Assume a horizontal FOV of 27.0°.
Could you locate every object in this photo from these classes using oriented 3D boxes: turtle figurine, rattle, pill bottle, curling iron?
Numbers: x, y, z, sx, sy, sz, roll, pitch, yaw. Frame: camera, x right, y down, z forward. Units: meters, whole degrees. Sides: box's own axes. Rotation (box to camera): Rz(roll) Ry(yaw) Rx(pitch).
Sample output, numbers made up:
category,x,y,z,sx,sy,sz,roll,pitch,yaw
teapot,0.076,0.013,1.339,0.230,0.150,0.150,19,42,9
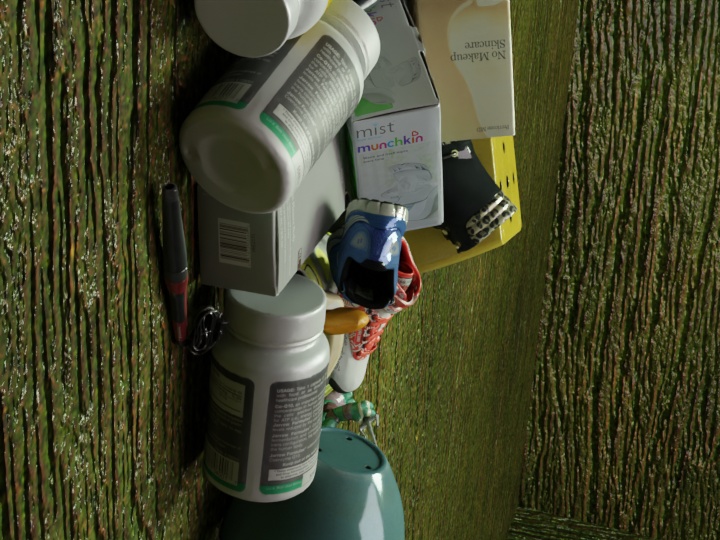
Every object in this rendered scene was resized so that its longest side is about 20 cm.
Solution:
category,x,y,z,sx,sy,sz,roll,pitch,yaw
turtle figurine,-0.038,0.214,1.810,0.200,0.100,0.151,-85,-162,-77
rattle,-0.056,0.122,1.554,0.130,0.142,0.201,14,96,-56
pill bottle,-0.066,-0.154,1.328,0.200,0.112,0.114,-56,155,-37
curling iron,-0.154,-0.001,1.316,0.049,0.026,0.201,-30,138,-21
pill bottle,-0.066,-0.269,1.284,0.200,0.112,0.113,-64,160,-47
pill bottle,-0.089,0.111,1.448,0.113,0.112,0.201,-52,153,-61

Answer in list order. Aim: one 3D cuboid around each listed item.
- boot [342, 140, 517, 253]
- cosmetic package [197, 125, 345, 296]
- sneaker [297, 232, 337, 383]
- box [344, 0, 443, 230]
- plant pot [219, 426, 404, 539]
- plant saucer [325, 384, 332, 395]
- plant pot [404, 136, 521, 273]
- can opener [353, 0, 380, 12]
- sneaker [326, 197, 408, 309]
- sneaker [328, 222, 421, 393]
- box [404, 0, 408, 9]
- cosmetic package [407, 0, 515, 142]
category,x,y,z,sx,sy,sz,roll,pitch,yaw
boot,0.063,-0.073,1.708,0.203,0.154,0.073,-37,-173,4
cosmetic package,-0.082,-0.069,1.437,0.200,0.090,0.108,-53,147,-55
sneaker,-0.071,0.055,1.643,0.076,0.075,0.202,-20,120,-50
box,0.021,-0.169,1.568,0.177,0.096,0.201,84,-7,-51
plant pot,-0.035,0.246,1.583,0.200,0.199,0.136,-42,153,-67
plant saucer,-0.037,0.065,1.795,0.200,0.048,0.201,-34,133,-71
plant pot,0.095,-0.100,1.829,0.200,0.175,0.202,-32,117,-72
can opener,-0.010,-0.263,1.496,0.200,0.067,0.054,-40,137,-24
sneaker,0.000,0.000,1.527,0.200,0.078,0.090,104,-4,-70
sneaker,0.011,0.049,1.672,0.067,0.107,0.203,-26,118,-54
box,0.063,-0.298,1.764,0.132,0.114,0.202,7,94,-76
cosmetic package,0.107,-0.243,1.616,0.071,0.104,0.202,-121,-156,-75
